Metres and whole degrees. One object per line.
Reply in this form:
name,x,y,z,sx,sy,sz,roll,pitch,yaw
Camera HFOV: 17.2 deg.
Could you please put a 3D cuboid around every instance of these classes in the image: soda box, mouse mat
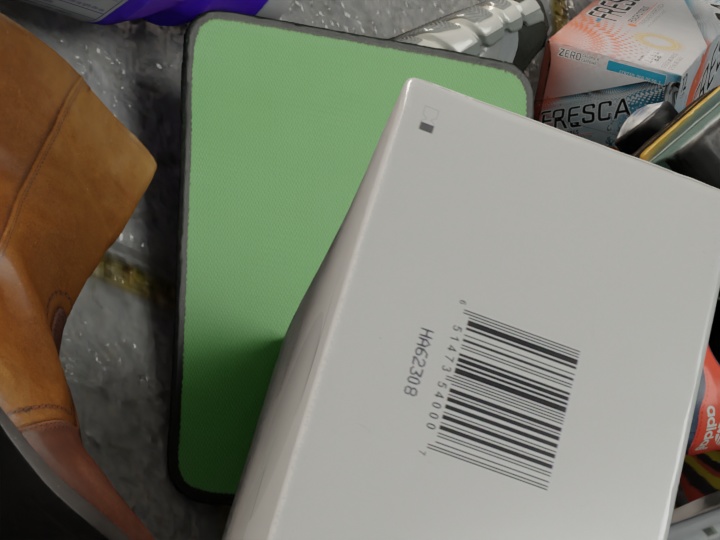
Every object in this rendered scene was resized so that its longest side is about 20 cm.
soda box,0.143,-0.100,1.179,0.200,0.068,0.064,-44,148,-62
mouse mat,0.000,0.000,0.957,0.161,0.008,0.200,8,74,-25

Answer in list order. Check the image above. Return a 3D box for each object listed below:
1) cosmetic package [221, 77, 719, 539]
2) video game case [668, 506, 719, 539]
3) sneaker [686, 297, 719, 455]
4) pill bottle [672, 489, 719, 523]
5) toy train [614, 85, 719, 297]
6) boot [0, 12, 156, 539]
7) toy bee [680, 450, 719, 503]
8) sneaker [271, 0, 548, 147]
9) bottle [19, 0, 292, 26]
cosmetic package,0.023,0.082,0.806,0.123,0.200,0.200,20,60,-6
video game case,0.151,0.196,0.997,0.200,0.022,0.183,-17,83,-13
sneaker,0.113,0.012,1.004,0.084,0.075,0.200,4,37,-13
pill bottle,0.194,0.200,1.079,0.109,0.109,0.200,-21,87,-54
toy train,0.189,0.005,1.038,0.085,0.114,0.200,-38,91,-13
boot,-0.112,0.023,0.855,0.188,0.068,0.200,41,35,-19
toy bee,0.160,0.018,1.134,0.200,0.109,0.131,47,31,-33
sneaker,0.029,-0.046,1.054,0.200,0.075,0.116,-28,98,-44
bottle,-0.106,-0.139,0.930,0.200,0.065,0.084,13,54,-49
